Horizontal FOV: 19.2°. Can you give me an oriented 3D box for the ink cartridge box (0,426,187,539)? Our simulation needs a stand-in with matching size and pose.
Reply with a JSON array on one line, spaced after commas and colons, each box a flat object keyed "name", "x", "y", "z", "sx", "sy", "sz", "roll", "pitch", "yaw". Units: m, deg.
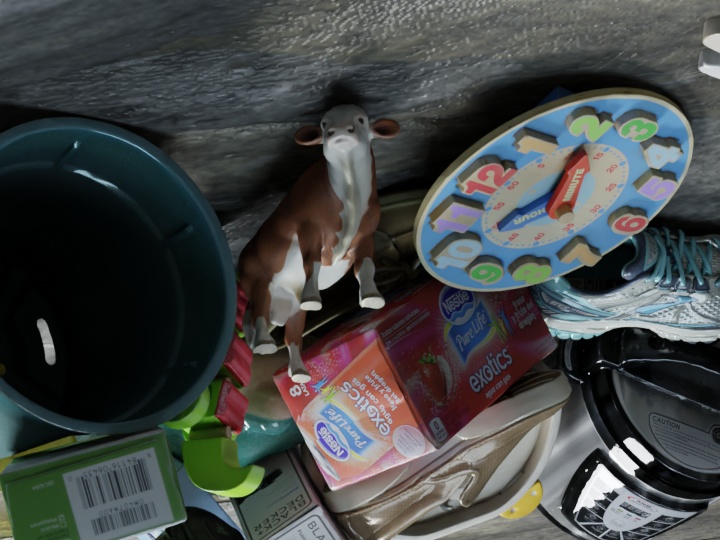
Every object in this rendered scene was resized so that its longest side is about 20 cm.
[{"name": "ink cartridge box", "x": -0.169, "y": 0.139, "z": 1.349, "sx": 0.103, "sy": 0.060, "sz": 0.200, "roll": -15, "pitch": 180, "yaw": -8}]

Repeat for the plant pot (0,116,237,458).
[{"name": "plant pot", "x": -0.214, "y": 0.029, "z": 1.363, "sx": 0.199, "sy": 0.202, "sz": 0.196, "roll": 10, "pitch": 158, "yaw": -32}]

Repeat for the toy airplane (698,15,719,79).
[{"name": "toy airplane", "x": 0.295, "y": -0.106, "z": 1.246, "sx": 0.199, "sy": 0.142, "sz": 0.199, "roll": -8, "pitch": 156, "yaw": 1}]

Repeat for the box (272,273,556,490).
[{"name": "box", "x": 0.041, "y": 0.062, "z": 1.491, "sx": 0.099, "sy": 0.096, "sz": 0.200, "roll": -26, "pitch": -175, "yaw": 35}]

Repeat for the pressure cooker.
[{"name": "pressure cooker", "x": 0.226, "y": 0.108, "z": 1.659, "sx": 0.175, "sy": 0.179, "sz": 0.200, "roll": -22, "pitch": 167, "yaw": -35}]

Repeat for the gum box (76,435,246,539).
[{"name": "gum box", "x": -0.156, "y": 0.181, "z": 1.653, "sx": 0.045, "sy": 0.200, "sz": 0.170, "roll": -45, "pitch": 126, "yaw": -14}]

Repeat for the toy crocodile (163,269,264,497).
[{"name": "toy crocodile", "x": -0.099, "y": 0.056, "z": 1.423, "sx": 0.061, "sy": 0.201, "sz": 0.068, "roll": -11, "pitch": 151, "yaw": 18}]

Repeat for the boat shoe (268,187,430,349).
[{"name": "boat shoe", "x": 0.000, "y": 0.000, "z": 1.491, "sx": 0.199, "sy": 0.063, "sz": 0.073, "roll": -26, "pitch": 149, "yaw": 34}]

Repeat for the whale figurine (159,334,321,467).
[{"name": "whale figurine", "x": -0.065, "y": 0.099, "z": 1.582, "sx": 0.199, "sy": 0.104, "sz": 0.159, "roll": 4, "pitch": -164, "yaw": -7}]

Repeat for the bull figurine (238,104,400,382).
[{"name": "bull figurine", "x": -0.028, "y": -0.017, "z": 1.367, "sx": 0.065, "sy": 0.122, "sz": 0.200, "roll": 9, "pitch": 149, "yaw": -18}]

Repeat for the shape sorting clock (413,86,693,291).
[{"name": "shape sorting clock", "x": 0.129, "y": -0.049, "z": 1.407, "sx": 0.199, "sy": 0.039, "sz": 0.201, "roll": -14, "pitch": 145, "yaw": -10}]

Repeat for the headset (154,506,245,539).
[{"name": "headset", "x": -0.145, "y": 0.207, "z": 1.505, "sx": 0.123, "sy": 0.094, "sz": 0.200, "roll": -35, "pitch": 149, "yaw": -7}]

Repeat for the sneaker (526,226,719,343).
[{"name": "sneaker", "x": 0.216, "y": 0.005, "z": 1.547, "sx": 0.199, "sy": 0.078, "sz": 0.086, "roll": -7, "pitch": 152, "yaw": 0}]

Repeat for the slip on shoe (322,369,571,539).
[{"name": "slip on shoe", "x": 0.069, "y": 0.137, "z": 1.518, "sx": 0.199, "sy": 0.061, "sz": 0.076, "roll": -30, "pitch": -176, "yaw": 12}]

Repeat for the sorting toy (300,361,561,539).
[{"name": "sorting toy", "x": 0.049, "y": 0.125, "z": 1.665, "sx": 0.199, "sy": 0.180, "sz": 0.107, "roll": -19, "pitch": 114, "yaw": -5}]

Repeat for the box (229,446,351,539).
[{"name": "box", "x": -0.048, "y": 0.193, "z": 1.609, "sx": 0.060, "sy": 0.200, "sz": 0.117, "roll": -33, "pitch": 114, "yaw": -2}]

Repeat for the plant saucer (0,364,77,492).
[{"name": "plant saucer", "x": -0.299, "y": 0.081, "z": 1.495, "sx": 0.199, "sy": 0.200, "sz": 0.049, "roll": 10, "pitch": 112, "yaw": -32}]

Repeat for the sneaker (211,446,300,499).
[{"name": "sneaker", "x": -0.111, "y": 0.137, "z": 1.722, "sx": 0.199, "sy": 0.089, "sz": 0.081, "roll": 14, "pitch": 149, "yaw": -27}]
